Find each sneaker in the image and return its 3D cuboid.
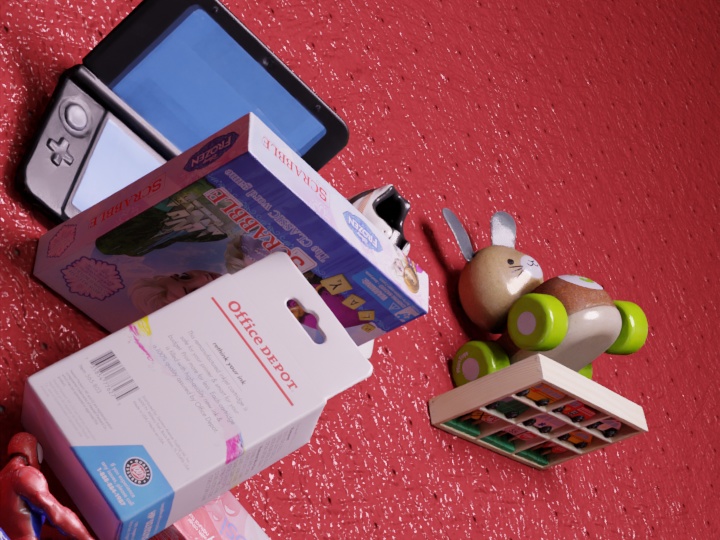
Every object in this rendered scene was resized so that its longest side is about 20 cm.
[{"bbox_3d":[0.000,0.000,1.413,0.074,0.080,0.200,42,37,-37],"label":"sneaker"}]

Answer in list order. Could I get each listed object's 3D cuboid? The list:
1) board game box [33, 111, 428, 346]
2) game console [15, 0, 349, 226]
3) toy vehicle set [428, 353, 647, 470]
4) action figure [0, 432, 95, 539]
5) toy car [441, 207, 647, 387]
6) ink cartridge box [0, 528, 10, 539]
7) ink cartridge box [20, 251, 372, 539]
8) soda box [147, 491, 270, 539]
[{"bbox_3d":[-0.089,0.003,1.136,0.200,0.199,0.041,41,35,-35],"label":"board game box"},{"bbox_3d":[-0.126,-0.082,1.195,0.200,0.116,0.176,42,47,-30],"label":"game console"},{"bbox_3d":[0.172,0.139,1.537,0.200,0.124,0.027,27,46,-48],"label":"toy vehicle set"},{"bbox_3d":[-0.187,0.195,0.968,0.099,0.065,0.200,24,49,-41],"label":"action figure"},{"bbox_3d":[0.159,0.016,1.607,0.164,0.158,0.200,5,52,-46],"label":"toy car"},{"bbox_3d":[-0.246,0.153,0.842,0.137,0.076,0.200,56,2,-16],"label":"ink cartridge box"},{"bbox_3d":[-0.105,0.083,1.052,0.200,0.068,0.115,-28,69,-27],"label":"ink cartridge box"},{"bbox_3d":[-0.085,0.226,1.111,0.200,0.063,0.070,53,31,-21],"label":"soda box"}]
